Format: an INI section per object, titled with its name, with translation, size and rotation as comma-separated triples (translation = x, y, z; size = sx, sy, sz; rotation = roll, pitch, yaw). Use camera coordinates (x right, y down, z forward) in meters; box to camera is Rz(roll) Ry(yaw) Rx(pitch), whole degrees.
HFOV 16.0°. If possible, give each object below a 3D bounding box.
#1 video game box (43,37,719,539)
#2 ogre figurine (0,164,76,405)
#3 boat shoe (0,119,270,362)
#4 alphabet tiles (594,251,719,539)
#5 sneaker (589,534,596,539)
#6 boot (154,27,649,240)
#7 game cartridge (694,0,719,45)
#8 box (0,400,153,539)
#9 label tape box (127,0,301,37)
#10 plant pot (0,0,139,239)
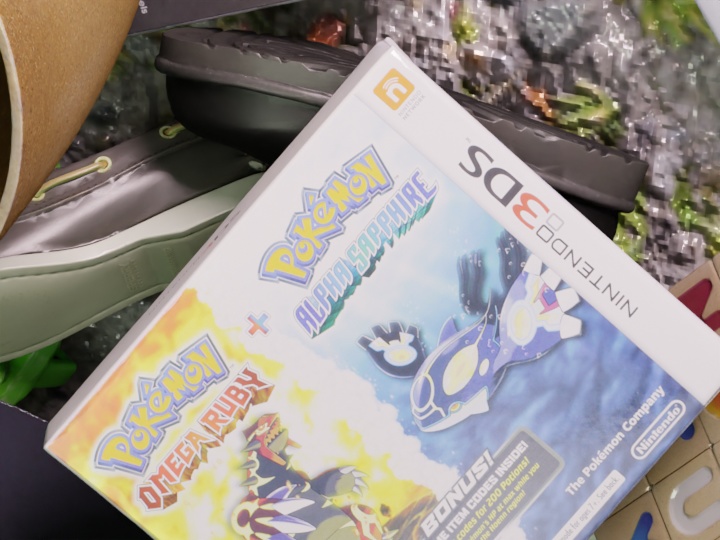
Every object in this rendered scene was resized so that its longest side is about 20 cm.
[video game box]
translation = 0.013, 0.046, 0.963
size = 0.182, 0.047, 0.200
rotation = 40, 93, -6
[ogre figurine]
translation = -0.184, 0.010, 1.138
size = 0.120, 0.098, 0.200
rotation = 42, 86, 9
[boat shoe]
translation = -0.123, -0.014, 1.069
size = 0.072, 0.201, 0.061
rotation = 91, 158, -61
[alphabet tiles]
translation = 0.164, 0.064, 0.969
size = 0.200, 0.006, 0.167
rotation = -39, 57, 32
[sneaker]
translation = 0.105, 0.099, 1.082
size = 0.072, 0.072, 0.200
rotation = 45, 108, 6
[boot]
translation = 0.001, 0.001, 1.018
size = 0.210, 0.079, 0.158
rotation = 19, 98, -2
[game cartridge]
translation = 0.203, -0.102, 0.962
size = 0.133, 0.041, 0.200
rotation = -28, 101, 26
[box]
translation = -0.158, 0.171, 1.121
size = 0.182, 0.104, 0.200
rotation = 26, 126, -26
[label tape box]
translation = -0.047, -0.180, 1.011
size = 0.199, 0.066, 0.144
rotation = -8, 110, 27
[plant pot]
translation = -0.157, -0.104, 0.936
size = 0.186, 0.200, 0.187
rotation = 10, 117, 21
